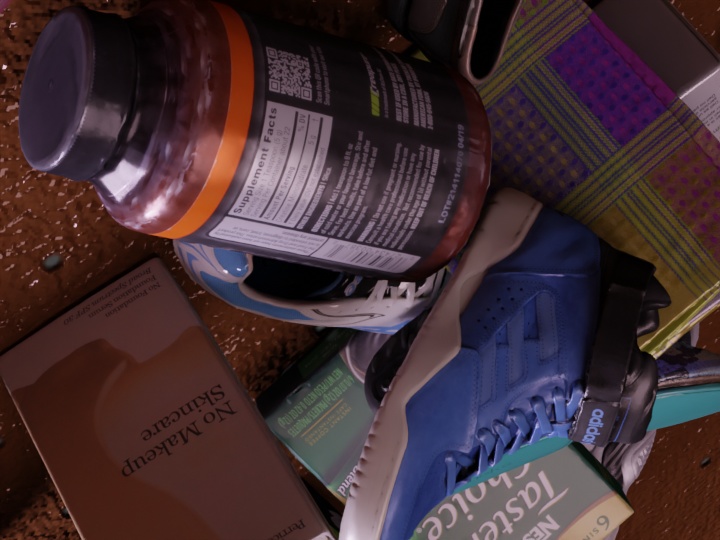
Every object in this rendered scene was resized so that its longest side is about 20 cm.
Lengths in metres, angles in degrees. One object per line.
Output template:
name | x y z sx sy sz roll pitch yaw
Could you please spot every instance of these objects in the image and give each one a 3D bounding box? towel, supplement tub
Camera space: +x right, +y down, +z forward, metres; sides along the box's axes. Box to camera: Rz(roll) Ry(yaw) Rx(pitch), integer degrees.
towel | 0.100 -0.041 0.894 0.144 0.200 0.023 -42 171 3
supplement tub | -0.047 -0.060 0.801 0.199 0.107 0.107 12 123 -32

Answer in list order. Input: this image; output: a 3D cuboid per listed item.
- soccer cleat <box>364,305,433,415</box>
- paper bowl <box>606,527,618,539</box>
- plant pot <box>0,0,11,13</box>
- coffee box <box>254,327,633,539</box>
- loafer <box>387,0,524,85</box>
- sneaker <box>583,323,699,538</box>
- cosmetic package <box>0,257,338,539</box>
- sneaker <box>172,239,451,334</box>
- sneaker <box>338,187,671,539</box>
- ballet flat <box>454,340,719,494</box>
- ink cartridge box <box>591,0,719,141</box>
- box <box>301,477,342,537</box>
soccer cleat | 0.099 0.036 0.943 0.199 0.068 0.073 -27 150 1
paper bowl | 0.086 0.204 1.212 0.200 0.104 0.201 -21 140 -19
plant pot | -0.181 -0.129 0.572 0.179 0.200 0.200 -41 146 -20
coffee box | 0.051 0.106 1.038 0.123 0.044 0.200 -41 108 5
loafer | 0.079 -0.177 0.825 0.072 0.063 0.200 -2 131 -38
sneaker | 0.128 0.069 1.113 0.115 0.075 0.201 27 81 -17
cosmetic package | -0.089 0.099 0.868 0.105 0.200 0.071 -34 140 -5
sneaker | 0.000 0.000 0.924 0.199 0.072 0.072 7 101 -35
sneaker | 0.074 0.062 0.815 0.200 0.111 0.077 -60 171 -32
ballet flat | 0.117 0.063 0.986 0.199 0.074 0.074 -14 139 -14
ink cartridge box | 0.148 -0.044 1.006 0.146 0.084 0.200 -37 144 4
box | -0.009 0.251 1.071 0.200 0.149 0.124 44 100 -9
